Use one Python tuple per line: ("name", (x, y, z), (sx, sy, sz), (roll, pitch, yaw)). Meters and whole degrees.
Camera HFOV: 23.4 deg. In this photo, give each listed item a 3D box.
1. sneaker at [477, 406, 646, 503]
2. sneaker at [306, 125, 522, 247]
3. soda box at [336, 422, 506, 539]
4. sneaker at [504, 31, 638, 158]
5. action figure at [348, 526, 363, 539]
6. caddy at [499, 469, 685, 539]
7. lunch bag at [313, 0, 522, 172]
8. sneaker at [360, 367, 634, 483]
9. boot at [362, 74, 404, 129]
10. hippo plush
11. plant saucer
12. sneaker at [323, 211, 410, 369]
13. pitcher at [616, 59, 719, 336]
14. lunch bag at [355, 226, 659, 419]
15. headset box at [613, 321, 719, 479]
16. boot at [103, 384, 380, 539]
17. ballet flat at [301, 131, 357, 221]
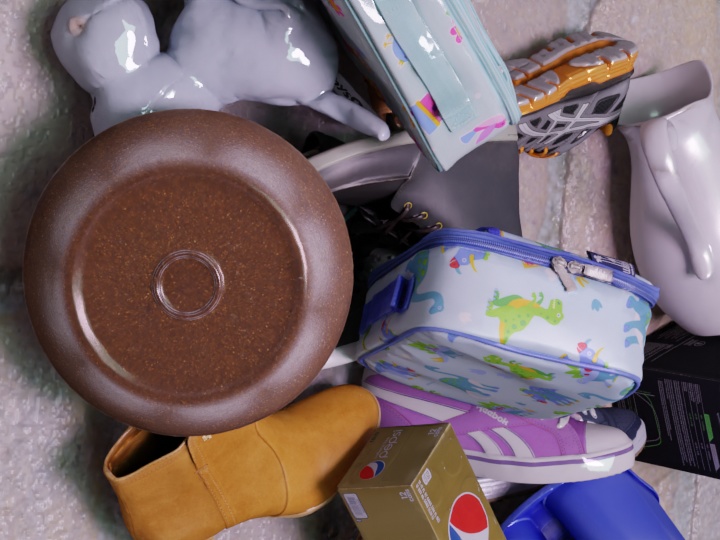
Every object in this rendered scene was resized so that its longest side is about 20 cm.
("sneaker", (0.140, 0.105, 1.330), (0.199, 0.070, 0.109), (-12, 103, -33))
("sneaker", (0.036, -0.038, 1.160), (0.199, 0.075, 0.107), (-11, 88, -34))
("soda box", (0.062, 0.204, 1.188), (0.068, 0.064, 0.201), (-52, 125, -45))
("sneaker", (0.129, -0.118, 1.301), (0.199, 0.078, 0.078), (-19, 126, -27))
("action figure", (-0.003, 0.218, 1.226), (0.055, 0.118, 0.200), (44, 60, -18))
("caddy", (0.171, 0.218, 1.317), (0.141, 0.105, 0.200), (-40, 146, 7))
("lunch bag", (0.022, -0.163, 1.052), (0.077, 0.161, 0.200), (-34, 120, 0))
("sneaker", (0.097, 0.087, 1.226), (0.199, 0.073, 0.115), (6, 96, 7))
("boot", (0.004, -0.180, 1.184), (0.200, 0.076, 0.156), (16, 72, -53))
("hippo plush", (-0.103, -0.135, 1.104), (0.160, 0.159, 0.201), (-31, 99, 2))
("plant saucer", (-0.102, 0.006, 1.030), (0.199, 0.037, 0.202), (-1, 100, -4))
("sneaker", (0.000, 0.000, 1.219), (0.199, 0.071, 0.100), (-28, 107, -37))
("pitcher", (0.261, -0.044, 1.359), (0.201, 0.121, 0.172), (68, 23, -17))
("lunch bag", (0.085, 0.035, 1.103), (0.160, 0.200, 0.083), (14, 76, -11))
("headset box", (0.331, 0.092, 1.393), (0.174, 0.199, 0.093), (-26, 109, -33))
("boot", (-0.072, 0.109, 1.141), (0.201, 0.071, 0.144), (-39, 143, -21))
("ballet flat", (-0.065, -0.017, 1.172), (0.068, 0.068, 0.200), (47, 56, -20))
